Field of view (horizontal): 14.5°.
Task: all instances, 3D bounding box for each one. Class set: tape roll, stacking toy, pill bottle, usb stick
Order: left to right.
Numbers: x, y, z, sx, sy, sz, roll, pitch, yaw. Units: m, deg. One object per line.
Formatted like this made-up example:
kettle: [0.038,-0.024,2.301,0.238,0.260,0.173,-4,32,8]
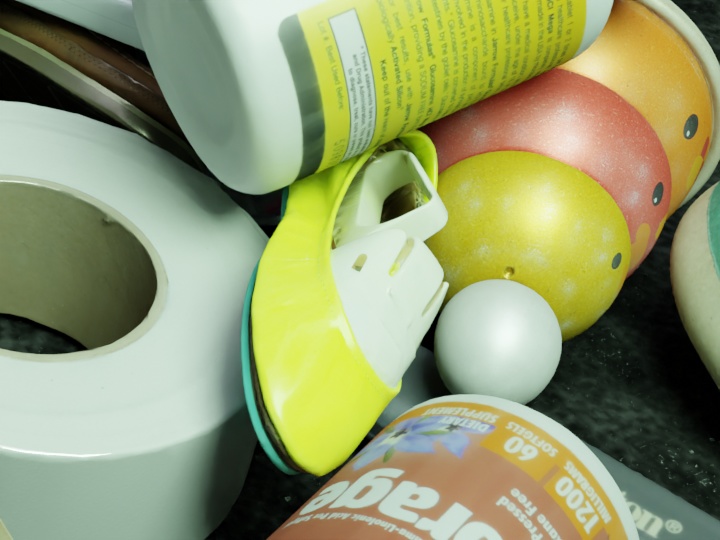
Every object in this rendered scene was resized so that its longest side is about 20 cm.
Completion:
tape roll: [-0.128,0.023,1.048,0.201,0.071,0.203,11,37,-8]
pill bottle: [0.004,0.132,0.929,0.112,0.113,0.200,30,39,16]
pill bottle: [0.023,-0.115,1.066,0.199,0.113,0.113,-24,51,-18]
stacking toy: [0.065,-0.015,1.130,0.145,0.147,0.201,17,45,-1]
usb stick: [0.079,0.087,1.083,0.199,0.033,0.055,31,38,15]

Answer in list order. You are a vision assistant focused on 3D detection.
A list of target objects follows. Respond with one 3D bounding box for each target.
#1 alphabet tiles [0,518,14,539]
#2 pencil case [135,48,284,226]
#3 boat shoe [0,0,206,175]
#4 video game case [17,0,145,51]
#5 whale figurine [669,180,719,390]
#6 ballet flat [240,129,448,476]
alphabet tiles: [-0.226,0.080,0.897,0.199,0.008,0.167,-20,48,-21]
pencil case: [-0.072,-0.108,1.226,0.090,0.083,0.200,-25,51,-18]
boat shoe: [-0.127,-0.102,1.170,0.200,0.072,0.068,31,71,27]
video game case: [-0.090,-0.153,1.187,0.199,0.023,0.183,22,37,2]
whale figurine: [0.214,0.001,1.176,0.200,0.104,0.160,-20,77,-54]
ballet flat: [0.000,0.000,1.028,0.067,0.067,0.200,-25,23,16]
